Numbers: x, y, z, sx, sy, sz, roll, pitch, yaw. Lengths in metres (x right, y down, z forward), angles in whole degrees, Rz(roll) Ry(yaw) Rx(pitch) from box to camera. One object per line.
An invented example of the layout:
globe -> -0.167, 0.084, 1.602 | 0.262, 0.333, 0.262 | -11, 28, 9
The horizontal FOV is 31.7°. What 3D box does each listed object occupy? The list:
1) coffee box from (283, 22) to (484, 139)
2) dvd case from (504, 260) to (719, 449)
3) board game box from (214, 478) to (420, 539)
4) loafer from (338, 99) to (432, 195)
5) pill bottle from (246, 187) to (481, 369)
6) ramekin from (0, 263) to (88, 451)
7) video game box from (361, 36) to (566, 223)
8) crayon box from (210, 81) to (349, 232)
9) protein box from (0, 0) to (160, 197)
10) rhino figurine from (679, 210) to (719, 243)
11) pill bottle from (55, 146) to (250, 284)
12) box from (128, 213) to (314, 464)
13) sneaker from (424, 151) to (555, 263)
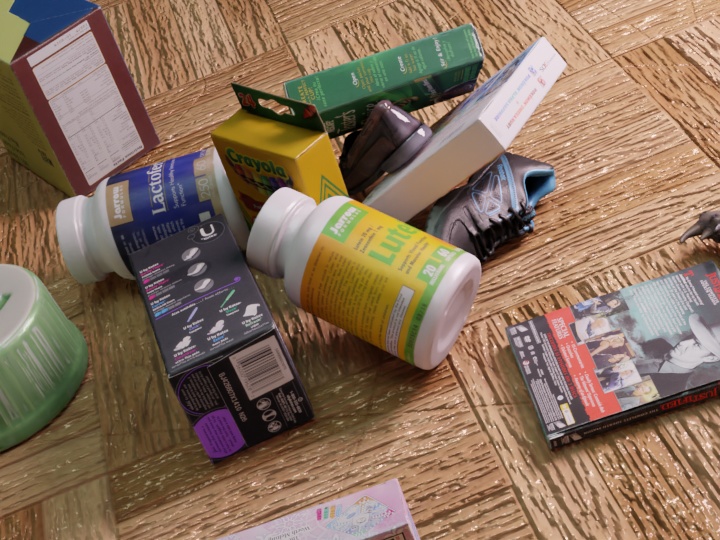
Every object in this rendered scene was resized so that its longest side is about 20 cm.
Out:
coffee box -> 0.023, -0.185, 1.290 | 0.198, 0.044, 0.123 | -18, -7, -3
dvd case -> 0.236, 0.069, 1.090 | 0.198, 0.022, 0.147 | -19, 38, 3
board game box -> -0.040, 0.246, 0.849 | 0.197, 0.201, 0.044 | -20, 39, 1
loafer -> 0.013, -0.132, 1.320 | 0.072, 0.063, 0.200 | -46, 8, -19
pill bottle -> 0.000, 0.000, 1.156 | 0.198, 0.112, 0.111 | 25, 53, 17
ramekin -> -0.386, 0.085, 1.283 | 0.198, 0.098, 0.201 | -12, 38, 10
video game box -> 0.099, -0.130, 1.274 | 0.200, 0.047, 0.183 | -35, 14, 44
crayon box -> -0.073, -0.083, 1.266 | 0.126, 0.201, 0.051 | 20, 52, 40
protein box -> -0.383, -0.229, 1.581 | 0.135, 0.201, 0.198 | -38, 41, -22
rhino figurine -> 0.385, -0.048, 1.136 | 0.198, 0.060, 0.088 | -11, 35, 14
pill bottle -> -0.219, -0.055, 1.368 | 0.198, 0.116, 0.116 | -16, 37, 6
box -> -0.132, 0.059, 1.181 | 0.105, 0.123, 0.200 | -24, 38, -6
sneaker -> 0.125, -0.052, 1.245 | 0.081, 0.074, 0.201 | 11, 48, 29
